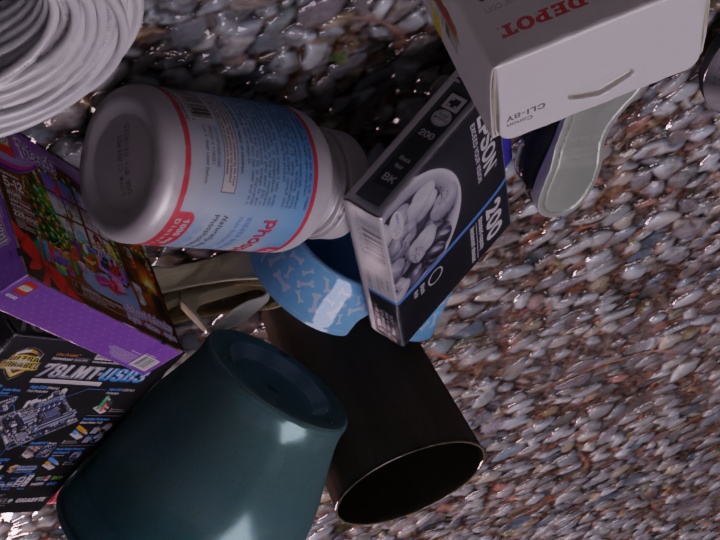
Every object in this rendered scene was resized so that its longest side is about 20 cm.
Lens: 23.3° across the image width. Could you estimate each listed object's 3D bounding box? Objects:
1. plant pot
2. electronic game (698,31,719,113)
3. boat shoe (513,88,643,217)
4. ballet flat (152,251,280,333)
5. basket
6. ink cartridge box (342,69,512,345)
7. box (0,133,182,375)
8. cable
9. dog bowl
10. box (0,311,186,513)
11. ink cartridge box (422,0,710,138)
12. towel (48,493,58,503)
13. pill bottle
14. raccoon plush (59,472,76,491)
[{"bbox_3d":[-0.114,0.159,1.411,0.200,0.200,0.188,14,115,-52],"label":"plant pot"},{"bbox_3d":[0.380,-0.197,1.480,0.199,0.042,0.200,-18,152,-10],"label":"electronic game"},{"bbox_3d":[0.175,-0.137,1.397,0.075,0.060,0.201,-1,131,-35],"label":"boat shoe"},{"bbox_3d":[-0.149,0.027,1.419,0.199,0.070,0.070,-15,152,-19],"label":"ballet flat"},{"bbox_3d":[0.003,0.101,1.525,0.136,0.201,0.180,-32,156,12],"label":"basket"},{"bbox_3d":[0.071,-0.065,1.344,0.200,0.043,0.198,-51,156,-20],"label":"ink cartridge box"},{"bbox_3d":[-0.207,-0.016,1.211,0.039,0.137,0.200,-30,154,13],"label":"box"},{"bbox_3d":[-0.227,-0.154,1.019,0.200,0.069,0.200,-38,152,26],"label":"cable"},{"bbox_3d":[0.000,0.000,1.452,0.199,0.112,0.050,6,130,-46],"label":"dog bowl"},{"bbox_3d":[-0.259,0.106,1.313,0.199,0.050,0.200,-48,154,19],"label":"box"},{"bbox_3d":[0.106,-0.201,1.062,0.145,0.201,0.084,-22,154,-5],"label":"ink cartridge box"},{"bbox_3d":[-0.256,0.188,1.676,0.199,0.023,0.145,2,144,-42],"label":"towel"},{"bbox_3d":[-0.092,-0.068,1.243,0.199,0.109,0.109,4,142,-43],"label":"pill bottle"},{"bbox_3d":[-0.303,0.113,1.454,0.133,0.097,0.201,-6,132,-15],"label":"raccoon plush"}]
